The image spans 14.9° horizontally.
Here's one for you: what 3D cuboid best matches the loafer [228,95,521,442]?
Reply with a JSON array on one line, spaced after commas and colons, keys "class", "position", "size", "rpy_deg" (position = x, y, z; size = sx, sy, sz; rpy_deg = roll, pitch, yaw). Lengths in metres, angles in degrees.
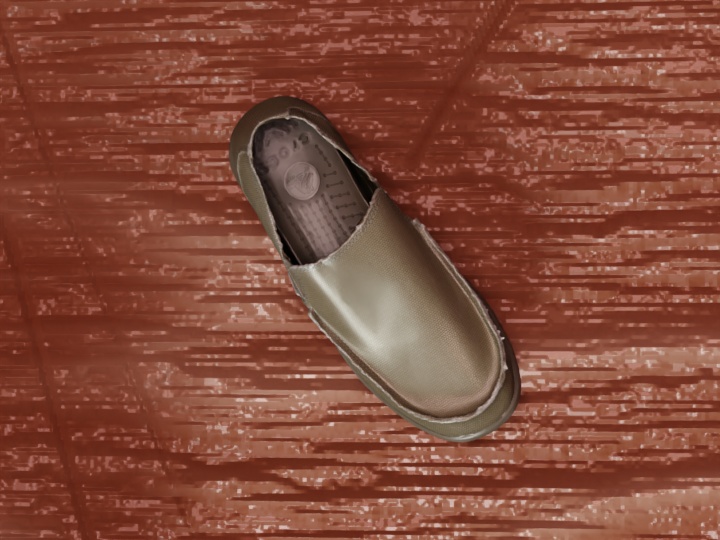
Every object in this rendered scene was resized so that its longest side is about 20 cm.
[{"class": "loafer", "position": [0.000, 0.000, 1.325], "size": [0.076, 0.067, 0.200], "rpy_deg": [-42, 81, 5]}]
